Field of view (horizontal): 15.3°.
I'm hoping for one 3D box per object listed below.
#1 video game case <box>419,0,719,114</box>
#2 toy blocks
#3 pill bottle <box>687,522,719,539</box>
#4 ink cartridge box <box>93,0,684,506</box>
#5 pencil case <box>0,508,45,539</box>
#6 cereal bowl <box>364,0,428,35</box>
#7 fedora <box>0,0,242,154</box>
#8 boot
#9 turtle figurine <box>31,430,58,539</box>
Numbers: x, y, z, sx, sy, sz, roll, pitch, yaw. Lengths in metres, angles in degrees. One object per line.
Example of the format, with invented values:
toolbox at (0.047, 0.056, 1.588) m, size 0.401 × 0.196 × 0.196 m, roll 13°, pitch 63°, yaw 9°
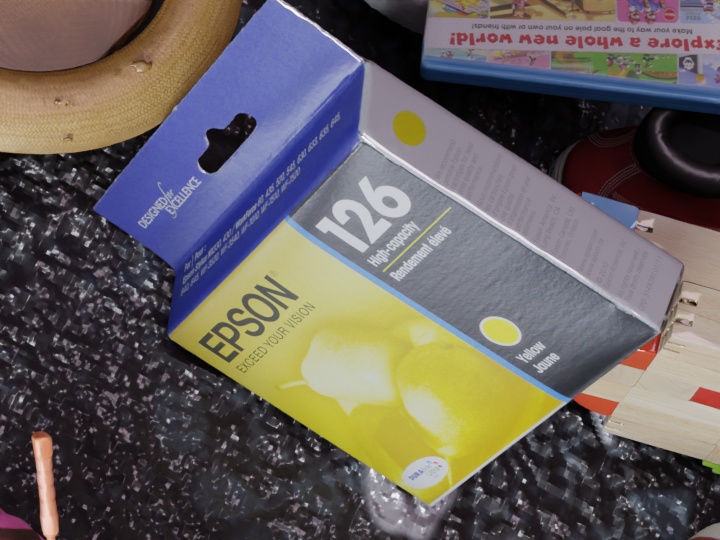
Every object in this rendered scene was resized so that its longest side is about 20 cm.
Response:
video game case at (0.108, -0.171, 1.173) m, size 0.142 × 0.018 × 0.202 m, roll 7°, pitch 74°, yaw 3°
toy blocks at (0.131, 0.029, 1.173) m, size 0.136 × 0.200 × 0.101 m, roll 16°, pitch 71°, yaw -1°
pill bottle at (0.153, 0.182, 1.174) m, size 0.199 × 0.112 × 0.113 m, roll -35°, pitch 91°, yaw -24°
ink cartridge box at (0.000, 0.000, 1.112) m, size 0.199 × 0.198 × 0.047 m, roll 31°, pitch 55°, yaw -12°
pencil case at (-0.114, 0.187, 1.087) m, size 0.200 × 0.091 × 0.094 m, roll 40°, pitch 32°, yaw -6°
cereal bowl at (0.052, -0.193, 1.238) m, size 0.198 × 0.083 × 0.202 m, roll 5°, pitch 76°, yaw -19°
fedora at (-0.151, -0.132, 1.146) m, size 0.199 × 0.082 × 0.202 m, roll 4°, pitch 75°, yaw -16°
boot at (0.202, -0.047, 1.228) m, size 0.198 × 0.144 × 0.073 m, roll -1°, pitch 77°, yaw -21°
turtle figurine at (-0.220, 0.059, 1.021) m, size 0.161 × 0.064 × 0.201 m, roll -34°, pitch 102°, yaw -17°
